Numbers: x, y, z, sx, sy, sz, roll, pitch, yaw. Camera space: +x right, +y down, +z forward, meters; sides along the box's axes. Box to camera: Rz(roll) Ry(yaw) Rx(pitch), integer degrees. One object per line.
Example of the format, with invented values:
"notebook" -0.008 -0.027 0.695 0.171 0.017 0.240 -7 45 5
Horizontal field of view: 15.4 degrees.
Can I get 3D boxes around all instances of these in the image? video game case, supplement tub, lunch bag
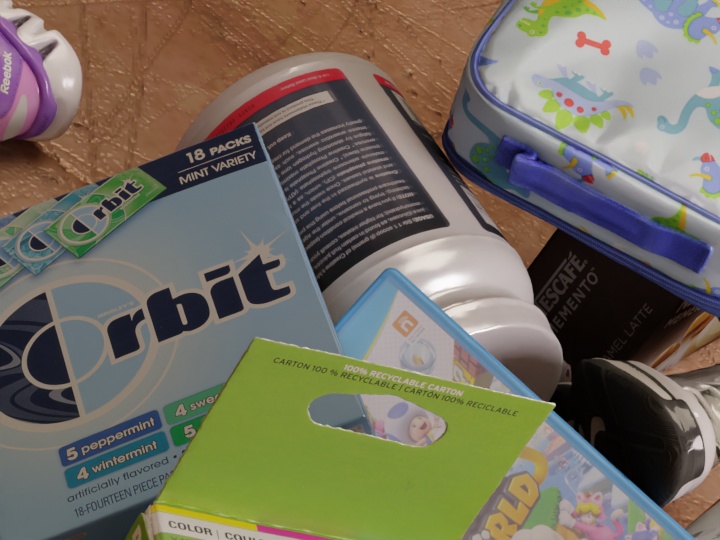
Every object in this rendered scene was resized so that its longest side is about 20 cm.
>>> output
"video game case" 0.040 0.117 1.225 0.200 0.143 0.018 42 4 10
"supplement tub" 0.000 0.000 1.347 0.140 0.140 0.200 -1 45 -39
"lunch bag" 0.151 -0.075 1.337 0.200 0.083 0.161 27 53 9

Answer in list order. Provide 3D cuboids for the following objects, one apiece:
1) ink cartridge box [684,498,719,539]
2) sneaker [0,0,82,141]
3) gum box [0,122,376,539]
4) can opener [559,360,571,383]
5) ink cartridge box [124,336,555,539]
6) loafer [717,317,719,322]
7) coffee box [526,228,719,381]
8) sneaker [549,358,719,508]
"ink cartridge box" 0.193 0.115 1.296 0.050 0.200 0.162 41 34 15
"sneaker" -0.241 -0.133 1.392 0.200 0.081 0.088 41 42 13
"gum box" -0.097 0.038 1.220 0.170 0.045 0.200 -21 46 0
"can opener" 0.033 0.014 1.437 0.200 0.053 0.067 46 35 23
"ink cartridge box" -0.019 0.134 1.102 0.148 0.200 0.076 14 37 -24
"loafer" 0.202 -0.037 1.416 0.073 0.072 0.200 -6 51 -42
"coffee box" 0.176 -0.004 1.518 0.080 0.114 0.200 45 35 16
"sneaker" 0.165 0.066 1.299 0.115 0.200 0.076 -14 90 -9
